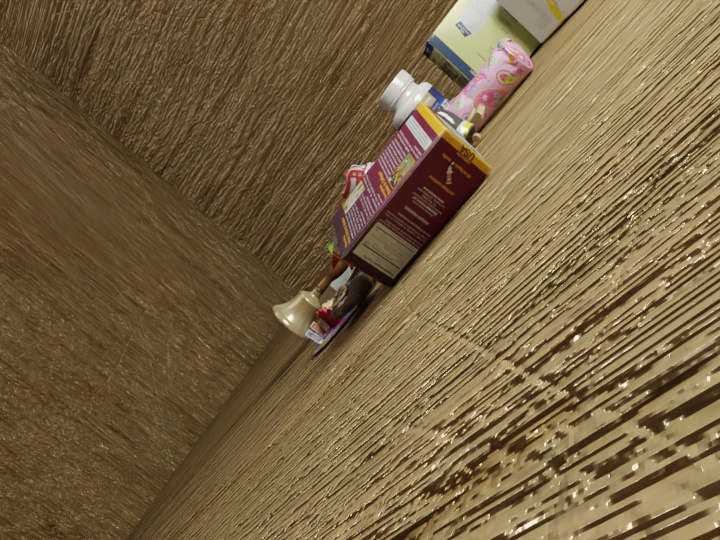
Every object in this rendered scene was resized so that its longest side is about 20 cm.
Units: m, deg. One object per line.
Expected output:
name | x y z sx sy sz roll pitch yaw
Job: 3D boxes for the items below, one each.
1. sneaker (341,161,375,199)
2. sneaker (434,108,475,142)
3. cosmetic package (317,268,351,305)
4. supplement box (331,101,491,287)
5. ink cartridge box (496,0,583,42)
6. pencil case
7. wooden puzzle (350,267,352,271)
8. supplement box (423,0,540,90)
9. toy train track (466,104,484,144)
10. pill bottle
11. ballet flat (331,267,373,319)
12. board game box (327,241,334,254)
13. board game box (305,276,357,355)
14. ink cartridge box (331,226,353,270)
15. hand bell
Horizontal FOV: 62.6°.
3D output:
sneaker | 0.043 -0.197 1.128 0.201 0.112 0.071 -54 6 13
sneaker | 0.119 -0.194 1.016 0.074 0.084 0.201 -40 -11 -45
cosmetic package | -0.055 0.018 1.433 0.152 0.051 0.200 -56 6 -28
supplement box | 0.058 -0.095 0.757 0.201 0.085 0.111 -50 27 18
ink cartridge box | 0.383 -0.581 1.136 0.147 0.145 0.200 -52 4 -17
pencil case | 0.230 -0.332 1.109 0.200 0.087 0.088 -47 6 36
wooden puzzle | 0.060 -0.088 1.170 0.202 0.046 0.185 -58 6 -16
supplement box | 0.277 -0.513 1.322 0.200 0.199 0.134 -49 4 8
toy train track | 0.181 -0.220 1.088 0.116 0.032 0.200 -63 5 -35
pill bottle | 0.139 -0.332 1.285 0.120 0.199 0.120 -50 5 6
ballet flat | 0.000 0.000 0.903 0.067 0.046 0.201 -31 17 43
board game box | 0.022 -0.116 1.437 0.199 0.029 0.134 -34 2 33
board game box | -0.034 0.050 1.007 0.158 0.039 0.201 -49 6 28
ink cartridge box | -0.003 -0.069 1.059 0.110 0.050 0.201 -58 -9 -22
hand bell | -0.081 0.034 1.223 0.201 0.104 0.104 -50 4 7
